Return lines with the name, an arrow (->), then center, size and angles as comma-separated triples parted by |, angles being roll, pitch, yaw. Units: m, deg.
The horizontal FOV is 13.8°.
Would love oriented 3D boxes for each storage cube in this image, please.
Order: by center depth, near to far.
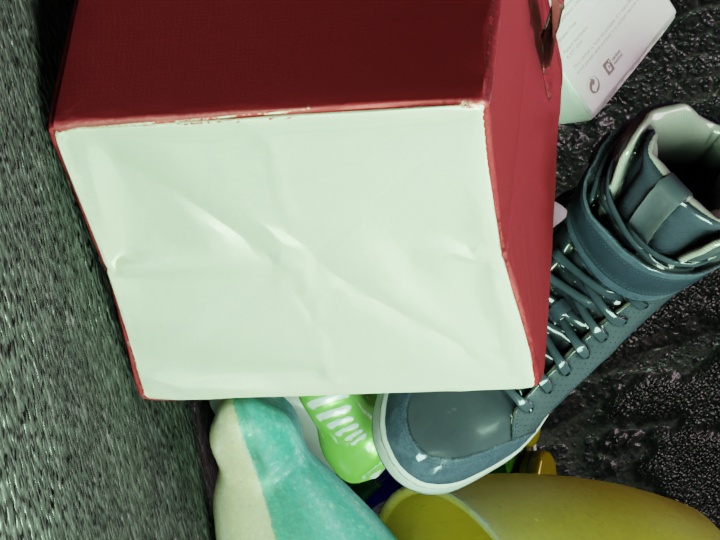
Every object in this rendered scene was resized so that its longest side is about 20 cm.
storage cube -> -0.017, -0.068, 1.225 | 0.171, 0.200, 0.180 | 77, 14, -46

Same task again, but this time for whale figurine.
whale figurine -> -0.014, 0.145, 1.420 | 0.159, 0.104, 0.200 | -76, 152, -83

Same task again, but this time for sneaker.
sneaker -> 0.092, 0.008, 1.300 | 0.077, 0.202, 0.146 | 46, -21, 3

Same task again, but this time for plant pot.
plant pot -> 0.113, 0.183, 1.482 | 0.200, 0.142, 0.200 | 40, -41, 48

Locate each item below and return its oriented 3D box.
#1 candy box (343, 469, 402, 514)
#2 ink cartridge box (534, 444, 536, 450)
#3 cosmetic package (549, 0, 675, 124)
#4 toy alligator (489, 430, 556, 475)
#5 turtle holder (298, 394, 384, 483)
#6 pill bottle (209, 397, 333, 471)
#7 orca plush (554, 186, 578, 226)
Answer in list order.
candy box -> 0.003, 0.054, 1.686 | 0.169, 0.077, 0.200 | -46, -135, 50
ink cartridge box -> 0.029, 0.131, 1.772 | 0.200, 0.162, 0.057 | -97, 173, -60
cosmetic package -> 0.040, -0.163, 1.351 | 0.085, 0.108, 0.200 | -49, 118, -30
toy alligator -> 0.076, 0.109, 1.566 | 0.054, 0.059, 0.200 | -61, 143, -50
turtle holder -> -0.014, -0.008, 1.398 | 0.186, 0.141, 0.132 | 44, -3, 30
pill bottle -> 0.000, 0.000, 1.552 | 0.112, 0.112, 0.200 | 75, 37, -59
orca plush -> 0.065, -0.022, 1.483 | 0.071, 0.105, 0.200 | 42, 17, 7
